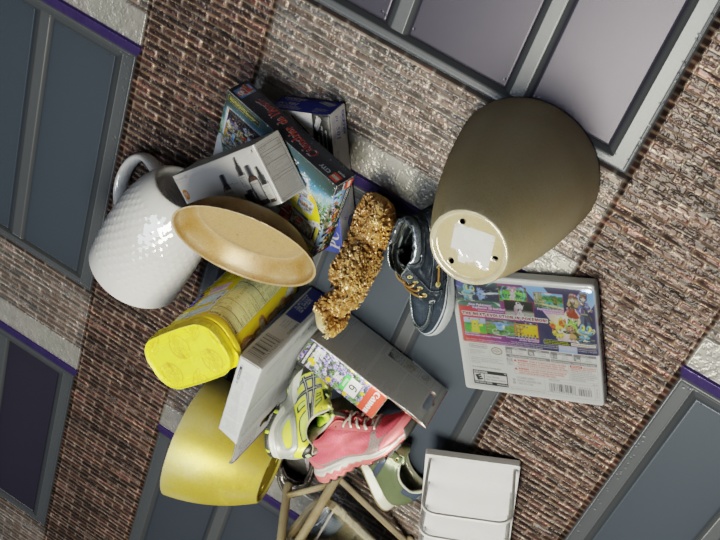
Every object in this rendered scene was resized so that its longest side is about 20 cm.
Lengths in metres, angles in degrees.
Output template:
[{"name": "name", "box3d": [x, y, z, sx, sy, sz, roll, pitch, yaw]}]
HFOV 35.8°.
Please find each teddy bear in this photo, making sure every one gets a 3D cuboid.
[{"name": "teddy bear", "box3d": [0.000, 0.000, 1.454, 0.066, 0.202, 0.145, 26, 172, 13]}]

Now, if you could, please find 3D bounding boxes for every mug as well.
[{"name": "mug", "box3d": [-0.300, -0.077, 1.600, 0.176, 0.147, 0.201, -52, 57, 35]}]

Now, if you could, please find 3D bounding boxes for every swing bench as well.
[{"name": "swing bench", "box3d": [-0.043, 0.451, 1.707, 0.129, 0.201, 0.199, -22, 123, 38]}]

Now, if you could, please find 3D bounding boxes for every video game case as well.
[{"name": "video game case", "box3d": [0.221, 0.086, 1.467, 0.198, 0.023, 0.184, 5, 122, 29]}]

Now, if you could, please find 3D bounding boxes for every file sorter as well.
[{"name": "file sorter", "box3d": [0.150, 0.381, 1.608, 0.137, 0.125, 0.202, 7, 124, 7]}]

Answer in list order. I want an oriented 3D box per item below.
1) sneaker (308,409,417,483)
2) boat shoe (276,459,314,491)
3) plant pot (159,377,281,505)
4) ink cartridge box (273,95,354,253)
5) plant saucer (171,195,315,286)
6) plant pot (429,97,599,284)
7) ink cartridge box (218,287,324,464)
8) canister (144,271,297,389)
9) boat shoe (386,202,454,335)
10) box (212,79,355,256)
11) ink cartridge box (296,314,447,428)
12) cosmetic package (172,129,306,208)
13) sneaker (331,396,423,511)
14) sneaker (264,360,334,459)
[{"name": "sneaker", "box3d": [-0.007, 0.233, 1.584, 0.199, 0.074, 0.087, -30, 98, 30]}, {"name": "boat shoe", "box3d": [-0.102, 0.302, 1.768, 0.066, 0.057, 0.201, 30, 129, 10]}, {"name": "plant pot", "box3d": [-0.200, 0.283, 1.726, 0.141, 0.200, 0.202, 22, 128, 9]}, {"name": "ink cartridge box", "box3d": [-0.061, -0.127, 1.479, 0.093, 0.044, 0.202, 12, 125, 26]}, {"name": "plant saucer", "box3d": [-0.145, -0.043, 1.438, 0.198, 0.036, 0.201, 17, 157, 8]}, {"name": "plant pot", "box3d": [0.159, -0.075, 1.283, 0.185, 0.200, 0.189, 14, 125, 21]}, {"name": "ink cartridge box", "box3d": [-0.128, 0.149, 1.592, 0.040, 0.200, 0.201, 29, 128, 13]}, {"name": "canister", "box3d": [-0.192, 0.069, 1.577, 0.148, 0.200, 0.087, -20, 108, 37]}, {"name": "boat shoe", "box3d": [0.073, 0.005, 1.444, 0.071, 0.090, 0.202, 37, 132, 40]}, {"name": "box", "box3d": [-0.104, -0.131, 1.443, 0.200, 0.038, 0.137, 42, 139, 16]}, {"name": "ink cartridge box", "box3d": [0.018, 0.147, 1.562, 0.199, 0.109, 0.051, 38, 122, 4]}, {"name": "cosmetic package", "box3d": [-0.161, -0.115, 1.441, 0.199, 0.050, 0.083, -12, 107, 51]}, {"name": "sneaker", "box3d": [0.035, 0.266, 1.666, 0.089, 0.067, 0.202, -19, 109, 29]}, {"name": "sneaker", "box3d": [-0.065, 0.184, 1.589, 0.076, 0.202, 0.076, 10, 150, 22]}]
